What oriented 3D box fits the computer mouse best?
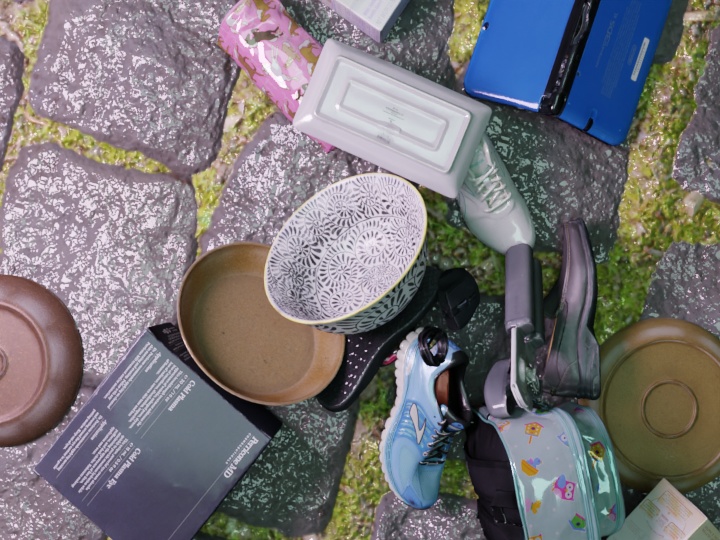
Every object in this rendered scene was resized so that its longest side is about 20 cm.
[{"bbox_3d":[0.098,0.047,1.049,0.033,0.200,0.060,-11,110,21],"label":"computer mouse"}]

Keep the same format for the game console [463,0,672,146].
[{"bbox_3d":[0.240,-0.267,1.131,0.168,0.118,0.204,19,91,-29],"label":"game console"}]

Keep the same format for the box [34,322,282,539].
[{"bbox_3d":[-0.220,0.196,1.094,0.182,0.104,0.201,41,92,3],"label":"box"}]

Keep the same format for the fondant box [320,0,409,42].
[{"bbox_3d":[-0.016,-0.381,1.123,0.198,0.058,0.145,35,91,3],"label":"fondant box"}]

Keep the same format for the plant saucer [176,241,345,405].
[{"bbox_3d":[-0.112,0.063,1.089,0.197,0.036,0.203,15,52,-20],"label":"plant saucer"}]

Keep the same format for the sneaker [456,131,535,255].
[{"bbox_3d":[0.133,-0.103,1.104,0.070,0.080,0.202,-32,90,0],"label":"sneaker"}]

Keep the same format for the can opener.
[{"bbox_3d":[0.160,0.063,1.049,0.066,0.053,0.203,-18,44,26],"label":"can opener"}]

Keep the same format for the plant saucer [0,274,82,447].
[{"bbox_3d":[-0.425,0.107,1.146,0.196,0.037,0.205,0,90,3],"label":"plant saucer"}]

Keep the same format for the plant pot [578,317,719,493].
[{"bbox_3d":[0.348,0.156,1.118,0.196,0.027,0.205,0,90,2],"label":"plant pot"}]

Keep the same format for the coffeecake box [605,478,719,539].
[{"bbox_3d":[0.311,0.349,1.058,0.200,0.073,0.153,-47,126,1],"label":"coffeecake box"}]

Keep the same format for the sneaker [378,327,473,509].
[{"bbox_3d":[0.077,0.170,1.077,0.077,0.089,0.204,-5,105,-39],"label":"sneaker"}]

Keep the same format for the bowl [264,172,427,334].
[{"bbox_3d":[0.000,0.000,1.084,0.199,0.202,0.095,-35,132,2],"label":"bowl"}]

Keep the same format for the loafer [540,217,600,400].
[{"bbox_3d":[0.230,0.042,1.101,0.071,0.073,0.204,-2,79,13],"label":"loafer"}]

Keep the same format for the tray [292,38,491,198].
[{"bbox_3d":[0.034,-0.166,1.057,0.197,0.022,0.109,24,88,2],"label":"tray"}]

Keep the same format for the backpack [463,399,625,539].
[{"bbox_3d":[0.193,0.225,1.037,0.150,0.200,0.180,-9,88,2],"label":"backpack"}]

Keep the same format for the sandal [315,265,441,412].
[{"bbox_3d":[0.023,0.077,1.118,0.201,0.045,0.075,-52,47,-3],"label":"sandal"}]

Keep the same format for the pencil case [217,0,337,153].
[{"bbox_3d":[-0.073,-0.228,1.112,0.200,0.083,0.087,44,58,3],"label":"pencil case"}]
